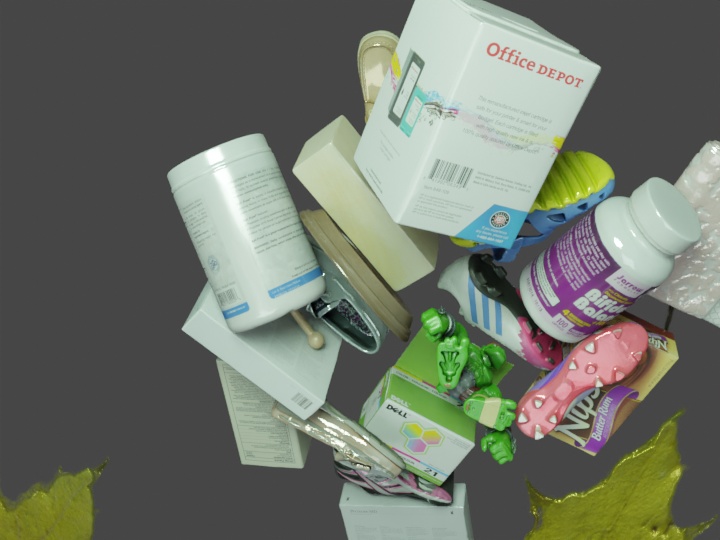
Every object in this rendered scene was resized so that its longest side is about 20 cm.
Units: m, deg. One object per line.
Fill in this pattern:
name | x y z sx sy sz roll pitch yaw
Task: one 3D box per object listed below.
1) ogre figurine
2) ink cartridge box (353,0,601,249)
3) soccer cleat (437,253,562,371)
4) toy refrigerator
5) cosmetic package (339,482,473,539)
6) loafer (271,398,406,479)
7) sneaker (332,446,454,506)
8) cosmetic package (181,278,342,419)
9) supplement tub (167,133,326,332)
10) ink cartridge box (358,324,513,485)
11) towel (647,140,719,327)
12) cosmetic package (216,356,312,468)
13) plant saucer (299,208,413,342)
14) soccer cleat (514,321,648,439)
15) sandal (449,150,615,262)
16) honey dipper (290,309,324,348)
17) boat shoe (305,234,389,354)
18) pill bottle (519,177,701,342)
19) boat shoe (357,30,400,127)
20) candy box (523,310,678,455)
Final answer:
ogre figurine | 0.137 0.132 1.055 0.199 0.120 0.098 41 103 -1
ink cartridge box | 0.108 -0.155 0.832 0.144 0.147 0.203 11 118 -27
soccer cleat | 0.180 0.056 1.065 0.200 0.070 0.086 46 140 -19
toy refrigerator | 0.009 -0.077 0.997 0.069 0.076 0.201 -29 114 28
cosmetic package | 0.077 0.408 1.318 0.195 0.052 0.153 -3 125 14
loafer | -0.032 0.225 1.122 0.198 0.072 0.063 36 85 7
sneaker | 0.049 0.307 1.260 0.196 0.081 0.087 22 134 10
cosmetic package | -0.119 0.076 1.083 0.199 0.152 0.052 39 126 -15
supplement tub | -0.132 -0.042 0.978 0.130 0.132 0.204 -20 93 24
ink cartridge box | 0.101 0.186 1.155 0.146 0.076 0.201 27 126 -7
towel | 0.425 -0.029 0.967 0.188 0.032 0.202 25 124 -5
cosmetic package | -0.136 0.189 1.211 0.101 0.074 0.203 2 124 12
plant saucer | 0.000 0.000 0.992 0.029 0.200 0.201 -40 110 4
soccer cleat | 0.269 0.130 1.029 0.067 0.076 0.200 44 106 0
sandal | 0.204 -0.069 0.968 0.197 0.081 0.087 -23 137 26
honey dipper | -0.110 0.017 1.072 0.038 0.038 0.201 -38 90 31
boat shoe | -0.038 0.032 1.083 0.200 0.072 0.070 42 122 -16
pill bottle | 0.283 -0.012 0.945 0.111 0.113 0.200 33 133 -11
boat shoe | 0.042 -0.164 0.934 0.072 0.070 0.203 -10 121 18
candy box | 0.310 0.143 1.094 0.115 0.057 0.202 24 124 -4
